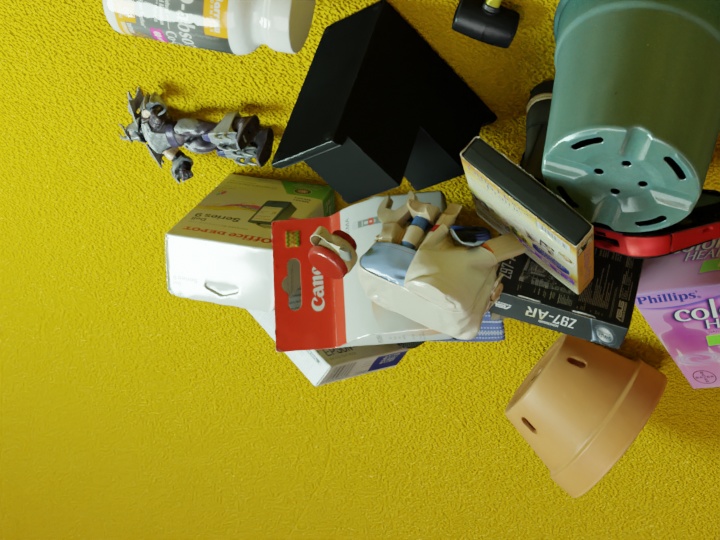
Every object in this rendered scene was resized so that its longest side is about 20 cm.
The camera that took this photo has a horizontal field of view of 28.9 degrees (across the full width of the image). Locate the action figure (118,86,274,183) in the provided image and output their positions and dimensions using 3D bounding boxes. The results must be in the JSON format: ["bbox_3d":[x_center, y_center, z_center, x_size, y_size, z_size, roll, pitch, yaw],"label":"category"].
[{"bbox_3d":[-0.209,-0.163,1.681,0.199,0.070,0.130,5,149,26],"label":"action figure"}]

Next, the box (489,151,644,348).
[{"bbox_3d":[0.231,-0.026,1.536,0.160,0.200,0.044,15,146,5],"label":"box"}]

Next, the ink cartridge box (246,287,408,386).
[{"bbox_3d":[-0.058,0.052,1.752,0.200,0.199,0.041,45,114,19],"label":"ink cartridge box"}]

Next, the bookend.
[{"bbox_3d":[0.031,-0.140,1.474,0.092,0.199,0.200,-17,134,42],"label":"bookend"}]

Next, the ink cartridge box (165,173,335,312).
[{"bbox_3d":[-0.129,-0.037,1.690,0.145,0.200,0.088,8,119,17],"label":"ink cartridge box"}]

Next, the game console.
[{"bbox_3d":[0.301,-0.060,1.444,0.200,0.176,0.031,23,127,60],"label":"game console"}]

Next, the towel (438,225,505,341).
[{"bbox_3d":[0.101,0.016,1.732,0.144,0.024,0.200,1,137,14],"label":"towel"}]

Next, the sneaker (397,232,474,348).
[{"bbox_3d":[0.076,0.053,1.678,0.076,0.114,0.200,24,139,-10],"label":"sneaker"}]

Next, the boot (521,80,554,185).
[{"bbox_3d":[0.259,-0.103,1.468,0.199,0.139,0.078,18,146,0],"label":"boot"}]

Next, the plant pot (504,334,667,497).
[{"bbox_3d":[0.284,0.175,1.826,0.140,0.200,0.200,38,146,3],"label":"plant pot"}]

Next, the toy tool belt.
[{"bbox_3d":[0.059,-0.019,1.444,0.200,0.123,0.125,23,152,25],"label":"toy tool belt"}]

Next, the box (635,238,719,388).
[{"bbox_3d":[0.438,0.039,1.620,0.176,0.097,0.200,-8,137,35],"label":"box"}]

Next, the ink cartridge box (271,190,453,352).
[{"bbox_3d":[0.000,0.000,1.527,0.199,0.163,0.050,-4,159,3],"label":"ink cartridge box"}]

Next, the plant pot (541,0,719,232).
[{"bbox_3d":[0.265,-0.157,1.336,0.200,0.196,0.200,13,145,9],"label":"plant pot"}]

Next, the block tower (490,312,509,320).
[{"bbox_3d":[0.146,0.024,1.568,0.199,0.054,0.058,-5,157,-4],"label":"block tower"}]

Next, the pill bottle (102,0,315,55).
[{"bbox_3d":[-0.153,-0.285,1.432,0.199,0.117,0.117,12,146,12],"label":"pill bottle"}]

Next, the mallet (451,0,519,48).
[{"bbox_3d":[0.153,-0.291,1.347,0.066,0.041,0.200,24,142,-8],"label":"mallet"}]

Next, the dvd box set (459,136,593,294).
[{"bbox_3d":[0.170,-0.051,1.395,0.146,0.029,0.200,40,175,17],"label":"dvd box set"}]
